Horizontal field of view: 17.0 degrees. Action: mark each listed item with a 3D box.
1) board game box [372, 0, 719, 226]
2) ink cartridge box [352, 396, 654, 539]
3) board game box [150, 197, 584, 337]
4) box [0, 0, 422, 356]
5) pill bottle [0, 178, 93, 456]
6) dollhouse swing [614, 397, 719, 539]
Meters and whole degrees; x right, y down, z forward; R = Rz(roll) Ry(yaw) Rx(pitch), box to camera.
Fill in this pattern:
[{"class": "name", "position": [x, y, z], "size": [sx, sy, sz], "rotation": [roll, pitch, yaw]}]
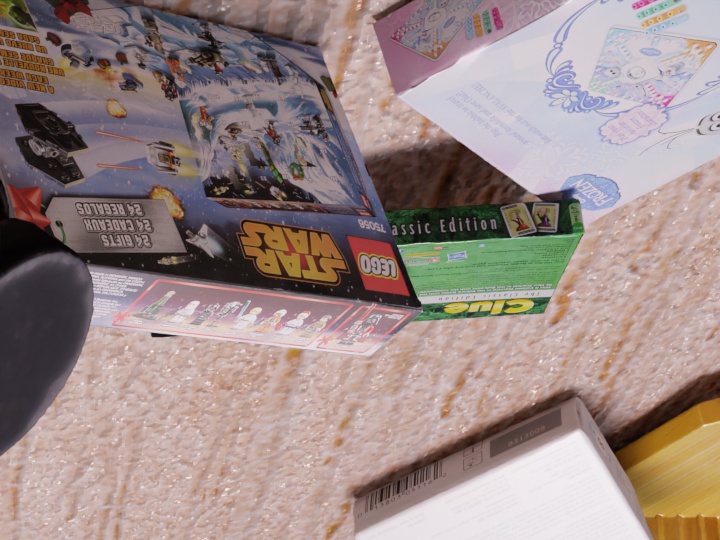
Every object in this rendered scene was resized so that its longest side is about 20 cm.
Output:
[{"class": "board game box", "position": [0.138, -0.106, 1.068], "size": [0.199, 0.043, 0.200], "rotation": [-28, 153, 19]}, {"class": "ink cartridge box", "position": [0.111, 0.195, 1.503], "size": [0.160, 0.047, 0.200], "rotation": [-27, 113, 13]}, {"class": "board game box", "position": [0.000, 0.000, 1.156], "size": [0.199, 0.024, 0.105], "rotation": [-3, 156, -9]}, {"class": "box", "position": [-0.077, -0.040, 0.943], "size": [0.200, 0.137, 0.040], "rotation": [9, 140, -43]}, {"class": "pill bottle", "position": [-0.192, -0.017, 0.817], "size": [0.112, 0.200, 0.112], "rotation": [-45, 154, -29]}, {"class": "dollhouse swing", "position": [0.237, 0.184, 1.574], "size": [0.200, 0.182, 0.176], "rotation": [7, 164, -41]}]
